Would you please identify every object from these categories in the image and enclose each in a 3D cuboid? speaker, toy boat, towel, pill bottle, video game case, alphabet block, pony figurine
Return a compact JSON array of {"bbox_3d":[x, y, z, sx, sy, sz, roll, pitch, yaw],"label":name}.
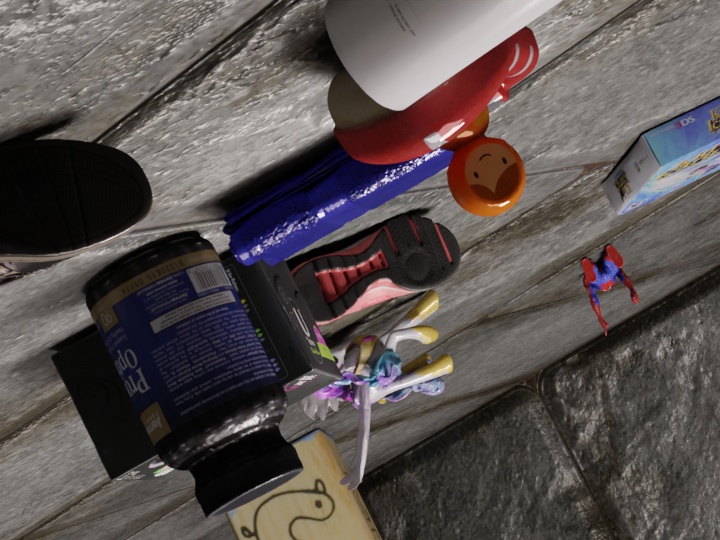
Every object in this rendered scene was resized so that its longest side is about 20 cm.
[{"bbox_3d":[0.075,-0.175,1.179,0.200,0.082,0.081,-33,168,27],"label":"speaker"},{"bbox_3d":[0.063,-0.096,1.349,0.130,0.131,0.200,-30,177,15],"label":"toy boat"},{"bbox_3d":[-0.009,-0.070,1.602,0.199,0.050,0.148,-29,177,6],"label":"towel"},{"bbox_3d":[-0.125,0.084,1.608,0.111,0.201,0.112,-26,170,-5],"label":"pill bottle"},{"bbox_3d":[0.376,-0.140,2.243,0.199,0.046,0.181,-25,169,-13],"label":"video game case"},{"bbox_3d":[-0.092,0.381,3.186,0.195,0.201,0.196,-28,170,2],"label":"alphabet block"},{"bbox_3d":[0.006,0.129,2.409,0.199,0.167,0.194,-19,135,-24],"label":"pony figurine"}]

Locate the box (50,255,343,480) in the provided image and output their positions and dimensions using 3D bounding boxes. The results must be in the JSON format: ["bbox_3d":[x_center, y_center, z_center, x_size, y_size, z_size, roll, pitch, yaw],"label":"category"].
[{"bbox_3d":[-0.138,0.083,1.791,0.199,0.125,0.149,-29,171,5],"label":"box"}]

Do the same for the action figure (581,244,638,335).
[{"bbox_3d":[0.349,0.028,2.880,0.065,0.099,0.200,-26,172,3],"label":"action figure"}]

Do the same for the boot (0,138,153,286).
[{"bbox_3d":[-0.229,-0.008,1.242,0.199,0.074,0.151,-20,167,-19],"label":"boot"}]

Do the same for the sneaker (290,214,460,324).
[{"bbox_3d":[0.000,0.000,1.948,0.199,0.074,0.087,-18,180,-28],"label":"sneaker"}]
